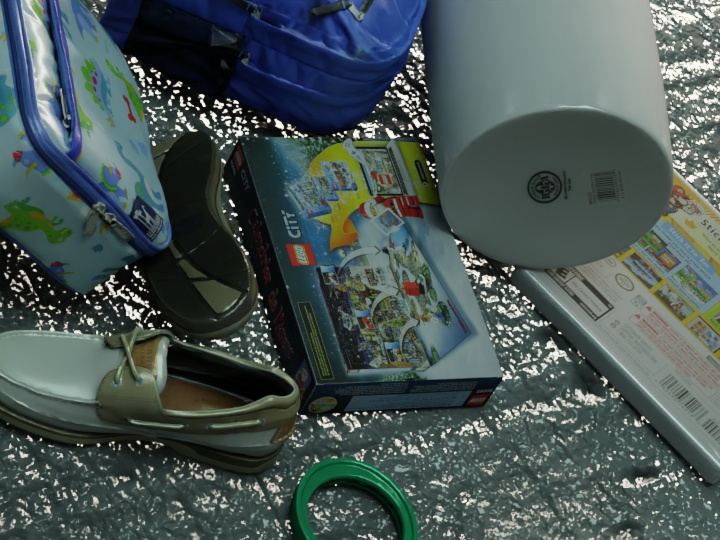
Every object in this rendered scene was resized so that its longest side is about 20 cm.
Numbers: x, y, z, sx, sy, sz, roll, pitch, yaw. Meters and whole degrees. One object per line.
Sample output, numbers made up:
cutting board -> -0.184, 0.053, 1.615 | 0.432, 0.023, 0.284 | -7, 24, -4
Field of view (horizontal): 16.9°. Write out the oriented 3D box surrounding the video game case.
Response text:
video game case -> 0.229, 0.033, 1.689 | 0.200, 0.023, 0.182 | 46, 50, 15

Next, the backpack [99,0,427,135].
backpack -> -0.053, -0.194, 1.645 | 0.200, 0.168, 0.163 | 28, 54, -6

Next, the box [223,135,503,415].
box -> 0.000, 0.000, 1.598 | 0.136, 0.038, 0.200 | -1, 55, -25

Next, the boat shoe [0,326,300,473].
boat shoe -> -0.134, 0.066, 1.464 | 0.199, 0.068, 0.075 | 11, 50, -16

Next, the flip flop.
flip flop -> -0.108, -0.018, 1.544 | 0.081, 0.058, 0.200 | -25, 43, -2

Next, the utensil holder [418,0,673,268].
utensil holder -> 0.124, -0.126, 1.657 | 0.170, 0.170, 0.200 | 12, 46, -15

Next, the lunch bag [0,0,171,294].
lunch bag -> -0.195, -0.097, 1.496 | 0.161, 0.082, 0.200 | 48, 20, -44

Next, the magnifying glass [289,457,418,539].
magnifying glass -> 0.015, 0.202, 1.460 | 0.079, 0.022, 0.200 | -6, 55, -29
